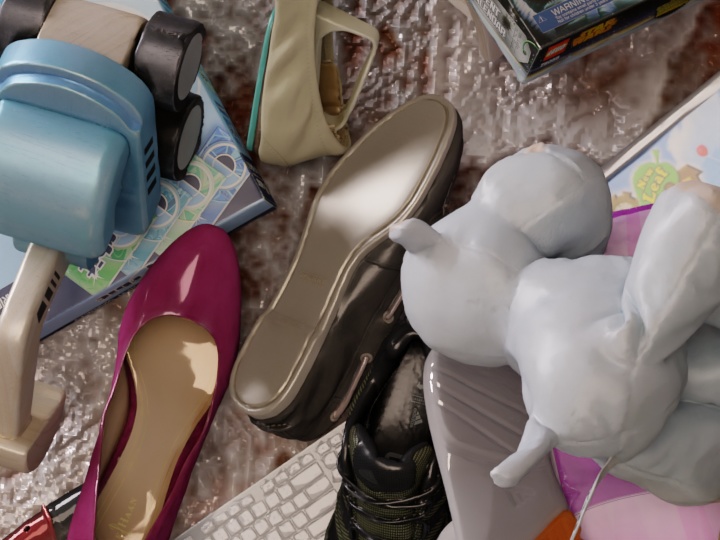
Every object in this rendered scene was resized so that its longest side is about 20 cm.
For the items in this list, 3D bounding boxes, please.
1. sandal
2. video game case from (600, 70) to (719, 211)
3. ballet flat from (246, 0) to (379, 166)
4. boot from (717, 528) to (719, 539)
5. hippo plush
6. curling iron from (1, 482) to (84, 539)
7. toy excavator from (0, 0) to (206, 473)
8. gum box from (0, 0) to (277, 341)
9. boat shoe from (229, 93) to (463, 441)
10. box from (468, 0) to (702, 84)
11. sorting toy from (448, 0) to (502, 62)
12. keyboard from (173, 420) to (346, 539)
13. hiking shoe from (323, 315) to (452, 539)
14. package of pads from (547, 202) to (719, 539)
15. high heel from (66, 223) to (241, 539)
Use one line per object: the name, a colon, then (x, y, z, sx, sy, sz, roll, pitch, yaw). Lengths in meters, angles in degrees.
sandal: (0.068, 0.135, 1.211, 0.079, 0.059, 0.208, 2, 62, -27)
video game case: (0.189, 0.012, 1.302, 0.200, 0.022, 0.182, -39, 81, 3)
ballet flat: (-0.020, -0.142, 1.287, 0.069, 0.070, 0.201, 12, 127, 9)
boot: (0.241, 0.084, 1.201, 0.073, 0.155, 0.201, 31, 88, 14)
hippo plush: (0.101, 0.031, 1.176, 0.161, 0.159, 0.200, 30, 73, 40)
curling iron: (-0.177, 0.133, 1.341, 0.199, 0.026, 0.050, -26, 84, 5)
toy excavator: (-0.159, -0.021, 1.263, 0.099, 0.195, 0.201, 18, 60, 8)
gum box: (-0.167, -0.082, 1.350, 0.169, 0.045, 0.201, -29, 83, 4)
boat shoe: (0.000, 0.000, 1.321, 0.067, 0.057, 0.201, 28, 85, 41)
box: (0.130, -0.193, 1.241, 0.199, 0.040, 0.137, -26, 72, -22)
sorting toy: (0.055, -0.250, 1.322, 0.200, 0.107, 0.180, 39, 72, 9)
keyboard: (-0.040, 0.137, 1.329, 0.200, 0.011, 0.056, -35, 81, 4)
hiking shoe: (0.011, 0.115, 1.267, 0.075, 0.101, 0.201, 8, 87, 19)
package of pads: (0.146, 0.070, 1.253, 0.120, 0.076, 0.201, -12, 83, 5)
high heel: (-0.102, 0.075, 1.280, 0.067, 0.096, 0.201, 14, 93, -8)
